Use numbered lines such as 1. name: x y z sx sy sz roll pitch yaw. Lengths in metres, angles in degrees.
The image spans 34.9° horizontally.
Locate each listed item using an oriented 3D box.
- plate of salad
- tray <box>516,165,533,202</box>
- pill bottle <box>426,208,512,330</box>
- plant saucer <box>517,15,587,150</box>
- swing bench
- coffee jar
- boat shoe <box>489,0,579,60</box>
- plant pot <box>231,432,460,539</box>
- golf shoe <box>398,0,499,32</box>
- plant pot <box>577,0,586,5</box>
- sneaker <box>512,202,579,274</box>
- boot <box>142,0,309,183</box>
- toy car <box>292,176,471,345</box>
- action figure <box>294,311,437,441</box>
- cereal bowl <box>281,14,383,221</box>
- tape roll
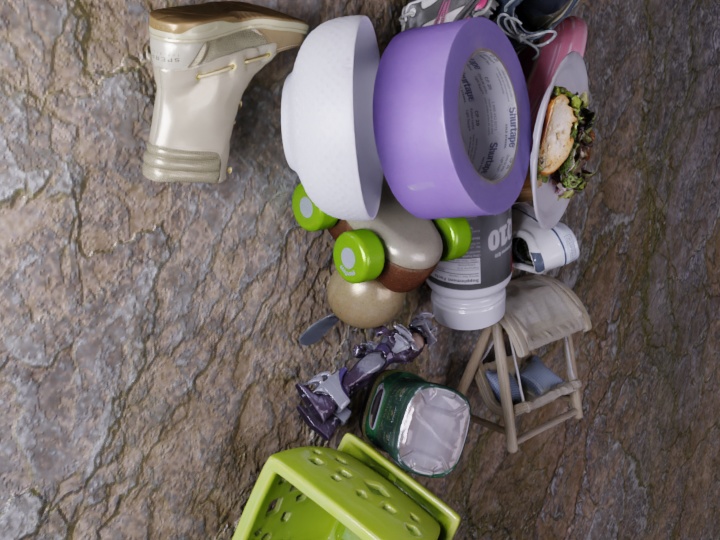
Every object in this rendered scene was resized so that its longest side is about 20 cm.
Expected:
1. plate of salad: 0.236 -0.144 1.292 0.200 0.048 0.202 -38 134 -56
2. tray: 0.224 -0.142 1.474 0.200 0.037 0.100 -166 -82 -84
3. pill bottle: 0.134 -0.036 1.436 0.114 0.113 0.202 -33 129 -42
4. plant saucer: 0.217 -0.227 1.434 0.200 0.050 0.203 -159 -90 -82
5. swing bench: 0.227 0.121 1.615 0.198 0.129 0.203 -14 115 -50
6. coffee jar: 0.060 0.177 1.365 0.084 0.200 0.106 17 88 -13
7. boat shoe: 0.195 -0.291 1.298 0.074 0.200 0.062 23 62 -19
8. plant pot: -0.015 0.313 1.283 0.181 0.199 0.201 -16 135 -57
9. golf shoe: 0.069 -0.257 1.308 0.088 0.077 0.201 35 87 -14
10. plant pot: 0.237 -0.390 1.347 0.199 0.133 0.203 -27 125 -47
11. sneaker: 0.209 -0.042 1.501 0.070 0.200 0.074 -20 103 -14
12. boot: -0.126 -0.166 1.067 0.199 0.072 0.157 -25 129 -56
13. toy car: 0.000 0.000 1.285 0.163 0.158 0.201 -13 141 -40
14. action figure: 0.015 0.107 1.337 0.199 0.069 0.130 -38 170 -23
15. cereal bowl: -0.029 -0.150 1.136 0.200 0.082 0.203 0 90 -80
16. tape roll: 0.099 -0.156 1.192 0.199 0.084 0.203 4 85 -56
